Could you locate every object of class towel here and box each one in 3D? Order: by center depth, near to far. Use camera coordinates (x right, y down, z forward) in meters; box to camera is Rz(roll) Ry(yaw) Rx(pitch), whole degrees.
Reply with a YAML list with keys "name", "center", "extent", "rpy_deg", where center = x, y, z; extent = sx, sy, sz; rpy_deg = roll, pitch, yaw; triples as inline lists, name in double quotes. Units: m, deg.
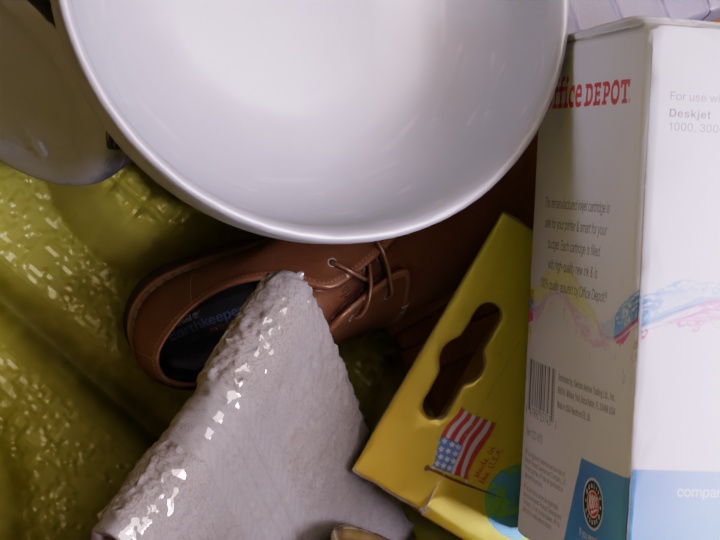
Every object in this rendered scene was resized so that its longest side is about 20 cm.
- name: "towel"
  center: [-0.037, 0.104, 0.820]
  extent: [0.133, 0.034, 0.200]
  rpy_deg: [-58, 149, -29]

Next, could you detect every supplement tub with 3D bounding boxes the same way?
- name: "supplement tub"
  center: [-0.086, -0.137, 0.865]
  extent: [0.123, 0.122, 0.200]
  rpy_deg: [50, 57, -10]

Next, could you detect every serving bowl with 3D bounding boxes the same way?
- name: "serving bowl"
  center: [-0.024, -0.104, 0.767]
  extent: [0.200, 0.066, 0.200]
  rpy_deg: [3, 81, -22]

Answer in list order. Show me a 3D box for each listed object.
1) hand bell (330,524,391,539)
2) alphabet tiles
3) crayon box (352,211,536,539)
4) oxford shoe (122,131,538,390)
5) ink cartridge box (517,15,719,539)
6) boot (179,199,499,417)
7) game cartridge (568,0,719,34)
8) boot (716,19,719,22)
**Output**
- name: "hand bell"
  center: [-0.019, 0.211, 0.813]
  extent: [0.104, 0.104, 0.200]
  rpy_deg: [30, 95, -21]
- name: "alphabet tiles"
  center: [-0.013, -0.155, 0.819]
  extent: [0.167, 0.008, 0.200]
  rpy_deg: [21, 74, -19]
- name: "crayon box"
  center: [0.106, 0.076, 0.868]
  extent: [0.200, 0.051, 0.127]
  rpy_deg: [32, 87, -12]
- name: "oxford shoe"
  center: [0.000, 0.000, 0.851]
  extent: [0.200, 0.071, 0.071]
  rpy_deg: [-28, 106, -3]
- name: "ink cartridge box"
  center: [0.118, 0.011, 0.767]
  extent: [0.085, 0.145, 0.200]
  rpy_deg: [1, 93, -10]
- name: "boot"
  center: [0.012, -0.004, 0.929]
  extent: [0.200, 0.077, 0.155]
  rpy_deg: [-12, 87, -41]
- name: "game cartridge"
  center: [0.071, -0.185, 0.880]
  extent: [0.130, 0.038, 0.200]
  rpy_deg: [-20, 86, -16]
- name: "boot"
  center: [0.166, -0.062, 1.029]
  extent: [0.144, 0.071, 0.201]
  rpy_deg: [-42, 105, -35]
